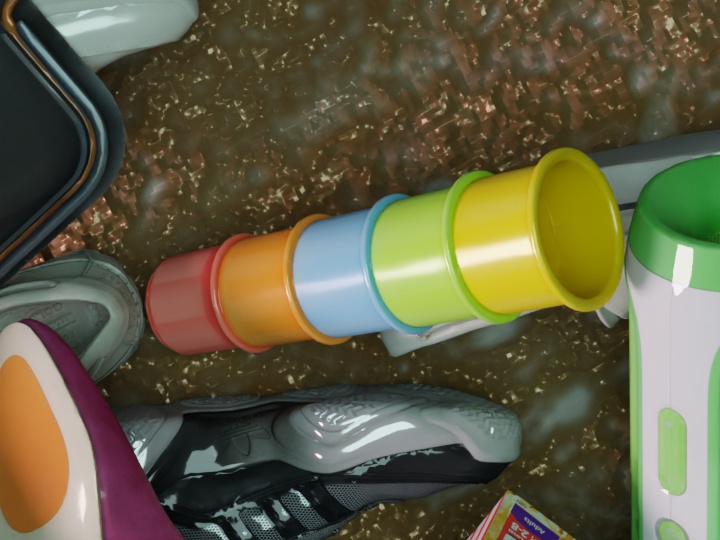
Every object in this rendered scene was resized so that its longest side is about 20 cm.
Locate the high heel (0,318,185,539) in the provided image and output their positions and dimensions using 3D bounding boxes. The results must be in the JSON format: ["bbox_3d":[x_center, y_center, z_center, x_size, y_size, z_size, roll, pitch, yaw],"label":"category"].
[{"bbox_3d":[-0.075,0.109,1.106,0.067,0.096,0.201,-37,70,37],"label":"high heel"}]

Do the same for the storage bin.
[{"bbox_3d":[-0.186,-0.072,1.042,0.145,0.134,0.200,-40,97,13],"label":"storage bin"}]

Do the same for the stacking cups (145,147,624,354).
[{"bbox_3d":[0.000,0.000,1.104,0.199,0.060,0.061,-11,95,35],"label":"stacking cups"}]

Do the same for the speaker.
[{"bbox_3d":[0.142,0.061,1.112,0.088,0.089,0.201,-4,120,0],"label":"speaker"}]

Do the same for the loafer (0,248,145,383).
[{"bbox_3d":[-0.177,0.053,1.150,0.199,0.070,0.070,-31,94,2],"label":"loafer"}]

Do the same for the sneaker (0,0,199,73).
[{"bbox_3d":[-0.153,-0.064,1.149,0.199,0.075,0.100,-16,102,9],"label":"sneaker"}]

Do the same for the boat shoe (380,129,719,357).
[{"bbox_3d":[0.098,-0.010,1.148,0.199,0.072,0.066,-13,98,2],"label":"boat shoe"}]

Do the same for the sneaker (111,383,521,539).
[{"bbox_3d":[-0.032,0.107,1.156,0.198,0.075,0.115,-5,95,6],"label":"sneaker"}]

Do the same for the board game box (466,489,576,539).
[{"bbox_3d":[0.094,0.198,1.137,0.199,0.046,0.152,35,128,-2],"label":"board game box"}]
